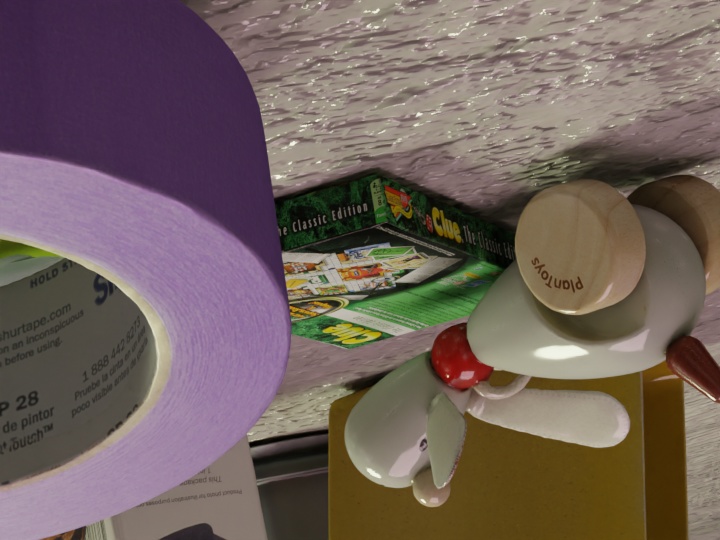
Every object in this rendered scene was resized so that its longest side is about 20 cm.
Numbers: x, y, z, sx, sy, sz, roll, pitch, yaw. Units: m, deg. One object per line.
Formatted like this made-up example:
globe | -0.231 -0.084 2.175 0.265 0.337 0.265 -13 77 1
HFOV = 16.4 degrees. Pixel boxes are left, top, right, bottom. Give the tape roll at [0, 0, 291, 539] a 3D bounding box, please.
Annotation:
tape roll | -0.119 0.001 0.628 0.199 0.066 0.201 -7 148 -5

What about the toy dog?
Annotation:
toy dog | 0.080 0.043 0.990 0.131 0.097 0.200 -19 159 -28

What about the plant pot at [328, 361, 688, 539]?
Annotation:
plant pot | 0.081 0.140 1.361 0.175 0.201 0.200 -2 171 13

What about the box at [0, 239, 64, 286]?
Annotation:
box | -0.150 -0.011 0.737 0.199 0.048 0.122 -14 168 8

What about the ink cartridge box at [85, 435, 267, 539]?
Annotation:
ink cartridge box | -0.105 0.177 1.281 0.084 0.201 0.145 -6 167 -26

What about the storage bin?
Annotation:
storage bin | 0.014 0.168 1.523 0.199 0.135 0.145 -7 168 -24

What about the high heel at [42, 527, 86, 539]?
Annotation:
high heel | -0.190 0.109 1.183 0.142 0.072 0.200 -7 154 -41

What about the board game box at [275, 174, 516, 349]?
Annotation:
board game box | 0.000 0.000 0.992 0.104 0.024 0.200 -18 166 19
